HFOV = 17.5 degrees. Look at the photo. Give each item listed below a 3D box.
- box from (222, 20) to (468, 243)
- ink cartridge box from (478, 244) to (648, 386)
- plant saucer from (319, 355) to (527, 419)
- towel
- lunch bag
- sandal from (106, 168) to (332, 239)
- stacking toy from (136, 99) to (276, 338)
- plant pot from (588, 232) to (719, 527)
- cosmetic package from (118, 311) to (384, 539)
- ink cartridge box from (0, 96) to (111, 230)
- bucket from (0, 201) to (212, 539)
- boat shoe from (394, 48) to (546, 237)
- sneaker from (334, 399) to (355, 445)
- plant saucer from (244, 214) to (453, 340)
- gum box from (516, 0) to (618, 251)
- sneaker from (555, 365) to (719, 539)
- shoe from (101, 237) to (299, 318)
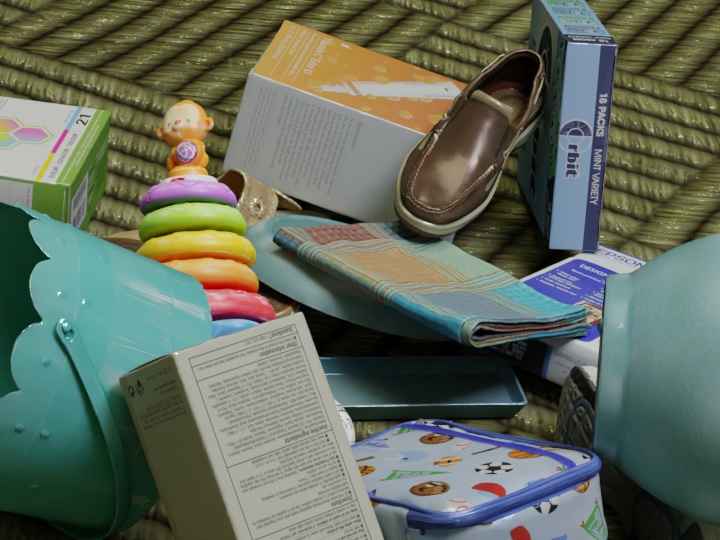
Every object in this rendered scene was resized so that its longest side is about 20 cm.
[{"bbox_3d":[0.003,-0.113,1.937,0.199,0.098,0.124,20,29,2],"label":"box"},{"bbox_3d":[0.212,0.050,1.765,0.197,0.047,0.200,22,23,29],"label":"ink cartridge box"},{"bbox_3d":[0.017,0.086,1.691,0.199,0.019,0.070,-1,29,-11],"label":"plant saucer"},{"bbox_3d":[0.053,0.005,1.702,0.200,0.022,0.146,28,21,38],"label":"towel"},{"bbox_3d":[0.051,0.146,1.479,0.160,0.076,0.200,-19,17,-35],"label":"lunch bag"},{"bbox_3d":[-0.106,-0.045,1.856,0.211,0.070,0.078,-12,33,-30],"label":"sandal"},{"bbox_3d":[-0.118,-0.027,1.657,0.116,0.201,0.110,-10,-15,21],"label":"stacking toy"},{"bbox_3d":[0.214,0.067,1.474,0.134,0.201,0.200,4,28,6],"label":"plant pot"},{"bbox_3d":[-0.056,0.137,1.393,0.103,0.201,0.073,-16,-4,-37],"label":"cosmetic package"},{"bbox_3d":[-0.315,-0.081,1.875,0.199,0.076,0.148,9,28,3],"label":"ink cartridge box"},{"bbox_3d":[-0.194,0.067,1.482,0.134,0.208,0.207,20,21,-25],"label":"bucket"},{"bbox_3d":[0.087,-0.108,1.815,0.075,0.075,0.202,26,45,9],"label":"boat shoe"},{"bbox_3d":[-0.099,0.105,1.595,0.201,0.067,0.108,5,-4,39],"label":"sneaker"},{"bbox_3d":[0.000,0.000,1.776,0.200,0.027,0.200,18,15,-5],"label":"plant saucer"},{"bbox_3d":[0.168,-0.127,1.921,0.044,0.170,0.200,2,19,-5],"label":"gum box"},{"bbox_3d":[0.200,0.136,1.593,0.087,0.075,0.200,-2,37,-29],"label":"sneaker"},{"bbox_3d":[-0.138,0.026,1.744,0.199,0.054,0.070,15,40,22],"label":"shoe"}]
